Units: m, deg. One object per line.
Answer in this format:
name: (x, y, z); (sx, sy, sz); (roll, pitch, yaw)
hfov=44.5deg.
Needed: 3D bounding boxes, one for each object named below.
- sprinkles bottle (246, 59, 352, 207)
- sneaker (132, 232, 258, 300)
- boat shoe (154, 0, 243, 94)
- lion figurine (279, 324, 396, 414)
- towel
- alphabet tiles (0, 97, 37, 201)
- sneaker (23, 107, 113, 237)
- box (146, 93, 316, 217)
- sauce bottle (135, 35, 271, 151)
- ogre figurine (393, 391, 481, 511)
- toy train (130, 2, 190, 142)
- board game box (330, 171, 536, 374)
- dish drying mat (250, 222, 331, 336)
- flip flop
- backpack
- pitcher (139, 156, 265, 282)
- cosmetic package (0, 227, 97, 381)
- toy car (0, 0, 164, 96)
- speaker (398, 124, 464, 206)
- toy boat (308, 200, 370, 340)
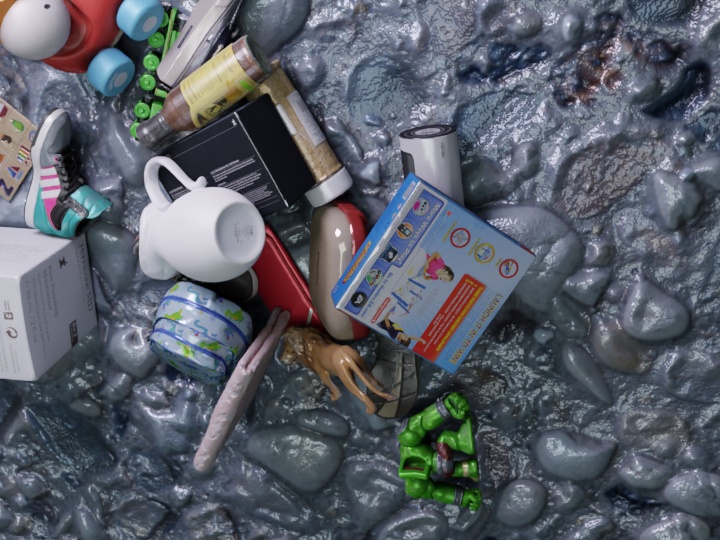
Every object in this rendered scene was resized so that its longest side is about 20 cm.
sprinkles bottle: (-0.088, -0.188, 1.213); (0.068, 0.068, 0.201); (-27, 104, 19)
sneaker: (-0.251, 0.001, 1.307); (0.199, 0.082, 0.077); (25, 121, 2)
boat shoe: (-0.189, -0.310, 1.192); (0.093, 0.075, 0.200); (30, 106, -33)
lion figurine: (-0.033, 0.133, 1.270); (0.200, 0.072, 0.123); (-3, 124, 54)
towel: (-0.174, 0.171, 1.297); (0.032, 0.191, 0.201); (26, 119, 1)
alphabet tiles: (-0.588, -0.183, 1.344); (0.167, 0.008, 0.200); (39, 114, -6)
sneaker: (-0.420, -0.128, 1.289); (0.120, 0.084, 0.201); (24, 122, 6)
box: (-0.179, -0.136, 1.209); (0.199, 0.079, 0.142); (-16, 112, 41)
sauce bottle: (-0.208, -0.226, 1.153); (0.199, 0.065, 0.065); (-31, 103, 20)
ogre figurine: (0.117, 0.281, 1.343); (0.119, 0.098, 0.201); (-7, 132, 7)
toy train: (-0.278, -0.271, 1.231); (0.056, 0.042, 0.201); (14, 112, -10)
board game box: (0.095, 0.006, 1.168); (0.195, 0.056, 0.200); (31, 101, -18)
dish drying mat: (-0.118, 0.029, 1.332); (0.077, 0.018, 0.201); (-26, 105, 20)
flip flop: (0.053, 0.125, 1.322); (0.081, 0.058, 0.201); (3, 97, 15)
backpack: (-0.229, 0.090, 1.268); (0.163, 0.154, 0.200); (33, 144, -5)
pitcher: (-0.221, -0.071, 1.163); (0.199, 0.121, 0.173); (0, 105, 48)
cosmetic package: (-0.520, 0.044, 1.315); (0.164, 0.200, 0.166); (3, 112, 10)
toy car: (-0.394, -0.334, 1.121); (0.184, 0.200, 0.177); (41, 114, 9)
speaker: (0.104, -0.093, 1.208); (0.081, 0.081, 0.201); (-3, 111, 12)
toy boat: (0.000, 0.000, 1.258); (0.130, 0.131, 0.201); (-5, 114, -19)
